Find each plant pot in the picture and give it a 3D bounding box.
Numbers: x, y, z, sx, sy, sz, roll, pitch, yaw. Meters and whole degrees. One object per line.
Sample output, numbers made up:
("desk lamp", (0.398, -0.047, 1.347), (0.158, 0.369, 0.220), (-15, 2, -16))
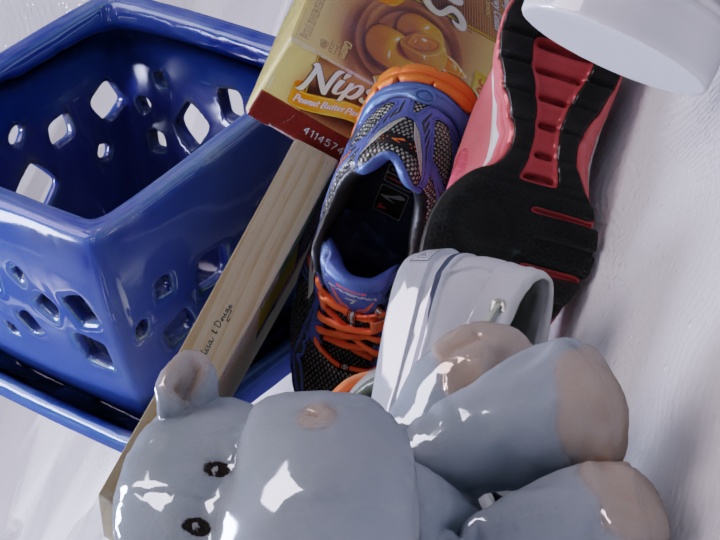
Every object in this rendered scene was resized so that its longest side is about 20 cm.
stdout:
("plant pot", (-0.124, -0.018, 1.407), (0.199, 0.181, 0.200), (19, 43, 39))

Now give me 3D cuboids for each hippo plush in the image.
("hippo plush", (-0.005, 0.073, 0.900), (0.199, 0.160, 0.160), (1, 70, 46))

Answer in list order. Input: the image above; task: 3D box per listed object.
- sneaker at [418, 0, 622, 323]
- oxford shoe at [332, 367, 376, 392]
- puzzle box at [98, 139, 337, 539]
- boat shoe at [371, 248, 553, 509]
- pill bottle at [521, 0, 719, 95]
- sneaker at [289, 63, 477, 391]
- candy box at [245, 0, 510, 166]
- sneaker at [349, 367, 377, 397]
("sneaker", (0.072, -0.028, 1.146), (0.087, 0.073, 0.201), (106, -176, -63))
("oxford shoe", (-0.022, 0.136, 1.204), (0.201, 0.071, 0.073), (-57, -4, 9))
("puzzle box", (-0.071, 0.041, 1.262), (0.201, 0.025, 0.133), (-61, -4, -15))
("boat shoe", (0.035, 0.089, 1.028), (0.066, 0.073, 0.201), (3, 83, 33))
("pill bottle", (0.141, -0.178, 1.016), (0.201, 0.112, 0.112), (-66, 14, -5))
("sneaker", (0.000, 0.000, 1.216), (0.078, 0.075, 0.201), (-55, -20, -57))
("candy box", (0.021, -0.120, 1.310), (0.055, 0.115, 0.200), (-54, 10, 33))
("sneaker", (-0.017, 0.127, 1.100), (0.201, 0.074, 0.079), (-67, -16, -6))
